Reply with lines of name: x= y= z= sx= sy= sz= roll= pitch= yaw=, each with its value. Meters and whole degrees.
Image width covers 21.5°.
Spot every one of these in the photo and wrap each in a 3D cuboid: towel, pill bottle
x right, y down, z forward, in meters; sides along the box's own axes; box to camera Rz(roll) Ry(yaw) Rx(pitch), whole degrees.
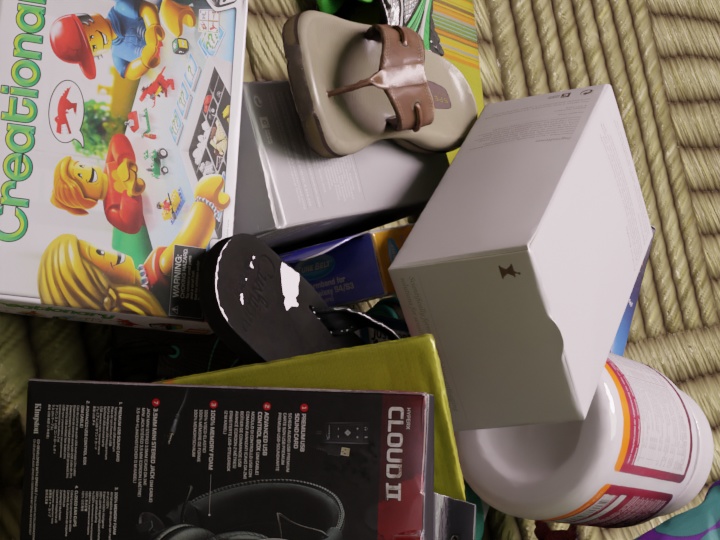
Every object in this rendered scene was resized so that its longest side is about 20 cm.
towel: x=0.057 y=-0.122 z=1.326 sx=0.086 sy=0.018 sz=0.201 roll=11 pitch=70 yaw=-52
towel: x=-0.054 y=0.087 z=0.906 sx=0.018 sy=0.199 sz=0.087 roll=-73 pitch=152 yaw=-75
pill bottle: x=0.146 y=0.105 z=1.185 sx=0.200 sy=0.109 sz=0.110 roll=18 pitch=62 yaw=-59

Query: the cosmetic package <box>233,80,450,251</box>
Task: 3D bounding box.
cosmetic package: x=-0.040 y=-0.057 z=1.070 sx=0.200 sy=0.106 sz=0.091 roll=-8 pitch=81 yaw=-56

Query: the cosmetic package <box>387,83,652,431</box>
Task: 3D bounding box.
cosmetic package: x=0.094 y=-0.011 z=1.040 sx=0.200 sy=0.084 sz=0.108 roll=-55 pitch=132 yaw=-55

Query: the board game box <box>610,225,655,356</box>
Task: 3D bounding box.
board game box: x=0.130 y=0.006 z=1.314 sx=0.200 sy=0.061 sz=0.200 roll=57 pitch=46 yaw=-33

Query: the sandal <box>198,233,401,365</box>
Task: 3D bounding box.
sandal: x=-0.006 y=0.051 z=0.950 sx=0.200 sy=0.045 sz=0.075 roll=45 pitch=43 yaw=-40

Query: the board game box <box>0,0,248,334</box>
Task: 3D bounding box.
board game box: x=-0.123 y=-0.075 z=0.928 sx=0.126 sy=0.035 sz=0.201 roll=7 pitch=78 yaw=-21

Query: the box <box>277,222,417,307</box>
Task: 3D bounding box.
box: x=0.000 y=0.000 z=1.098 sx=0.200 sy=0.119 sz=0.042 roll=-16 pitch=92 yaw=-58

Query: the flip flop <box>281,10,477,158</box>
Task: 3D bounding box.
flip flop: x=0.020 y=-0.102 z=1.031 sx=0.200 sy=0.057 sz=0.082 roll=3 pitch=73 yaw=-58

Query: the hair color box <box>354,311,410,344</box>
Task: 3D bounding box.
hair color box: x=-0.013 y=0.132 z=1.041 sx=0.060 sy=0.100 sz=0.201 roll=12 pitch=68 yaw=-54

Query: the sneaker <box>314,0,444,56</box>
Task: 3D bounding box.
sneaker: x=0.013 y=-0.196 z=1.239 sx=0.085 sy=0.078 sz=0.201 roll=26 pitch=57 yaw=-51

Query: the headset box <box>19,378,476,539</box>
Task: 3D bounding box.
headset box: x=-0.048 y=0.126 z=0.847 sx=0.077 sy=0.199 sz=0.150 roll=53 pitch=38 yaw=-84

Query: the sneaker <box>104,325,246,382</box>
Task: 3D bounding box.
sneaker: x=-0.095 y=0.075 z=0.957 sx=0.079 sy=0.075 sz=0.201 roll=-18 pitch=94 yaw=-55

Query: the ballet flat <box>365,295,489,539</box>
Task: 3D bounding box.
ballet flat: x=0.051 y=0.113 z=1.174 sx=0.070 sy=0.067 sz=0.201 roll=-1 pitch=76 yaw=-38

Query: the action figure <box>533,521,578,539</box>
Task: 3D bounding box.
action figure: x=0.134 y=0.260 z=1.251 sx=0.148 sy=0.134 sz=0.201 roll=-16 pitch=92 yaw=-32

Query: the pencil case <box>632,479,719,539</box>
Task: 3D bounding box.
pencil case: x=0.163 y=0.209 z=1.164 sx=0.085 sy=0.199 sz=0.092 roll=62 pitch=-4 yaw=-22
